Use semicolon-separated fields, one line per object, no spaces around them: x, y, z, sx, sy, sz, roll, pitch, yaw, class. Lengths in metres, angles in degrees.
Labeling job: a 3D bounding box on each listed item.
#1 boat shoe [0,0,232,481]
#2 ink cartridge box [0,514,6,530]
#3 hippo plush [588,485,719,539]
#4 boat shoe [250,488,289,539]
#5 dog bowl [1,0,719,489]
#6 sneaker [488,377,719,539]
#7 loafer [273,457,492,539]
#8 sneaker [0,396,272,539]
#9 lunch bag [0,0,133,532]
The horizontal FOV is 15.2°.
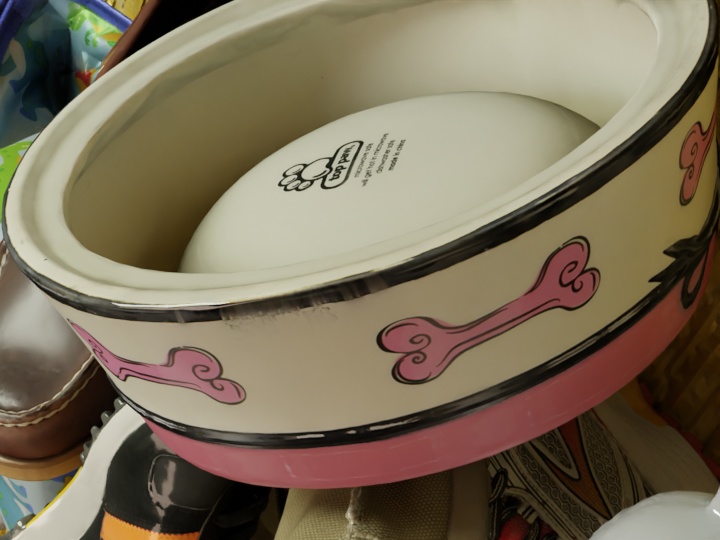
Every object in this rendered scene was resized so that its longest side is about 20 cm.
-0.081;-0.026;0.897;0.070;0.200;0.070;12;144;17;boat shoe
-0.184;0.015;1.141;0.057;0.162;0.200;11;115;60;ink cartridge box
0.094;0.144;0.684;0.159;0.200;0.161;-45;55;37;hippo plush
0.000;0.000;0.902;0.068;0.072;0.200;1;101;31;boat shoe
0.008;-0.017;0.736;0.200;0.200;0.074;28;144;54;dog bowl
0.053;0.067;0.811;0.200;0.082;0.078;62;152;19;sneaker
-0.002;0.088;0.716;0.200;0.067;0.076;-103;25;-49;loafer
-0.055;0.095;0.854;0.200;0.070;0.090;-45;73;35;sneaker
-0.102;0.007;1.033;0.170;0.127;0.200;91;166;-47;lunch bag
